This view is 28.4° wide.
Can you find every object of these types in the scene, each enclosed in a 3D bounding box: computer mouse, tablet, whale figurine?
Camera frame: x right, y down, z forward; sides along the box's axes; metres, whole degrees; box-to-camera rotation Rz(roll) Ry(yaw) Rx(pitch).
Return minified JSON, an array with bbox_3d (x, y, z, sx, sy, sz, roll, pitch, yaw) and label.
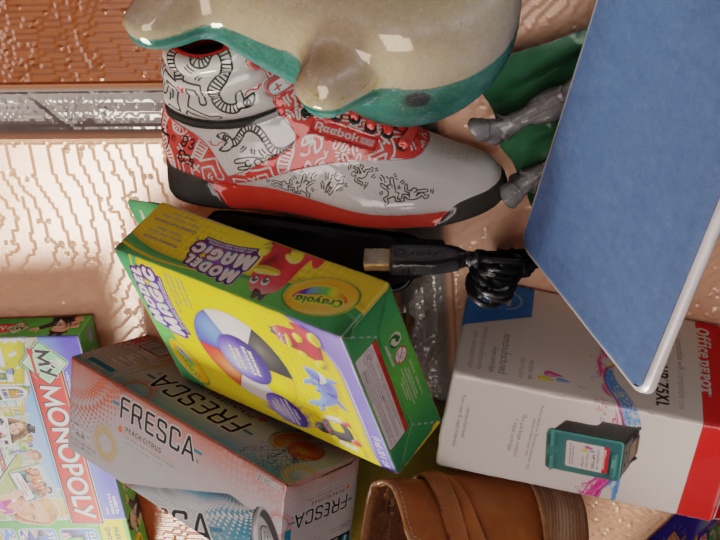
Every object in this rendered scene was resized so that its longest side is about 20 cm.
[{"bbox_3d":[0.000,0.000,0.802,0.200,0.140,0.046,8,95,7],"label":"computer mouse"},{"bbox_3d":[0.134,-0.054,0.678,0.014,0.130,0.200,-7,131,-25],"label":"tablet"},{"bbox_3d":[-0.018,-0.132,0.739,0.200,0.159,0.104,-1,145,-1],"label":"whale figurine"}]

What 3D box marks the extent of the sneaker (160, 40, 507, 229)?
[{"bbox_3d":[-0.017,-0.088,0.801,0.201,0.067,0.108,5,122,11],"label":"sneaker"}]

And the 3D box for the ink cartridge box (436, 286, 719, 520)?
[{"bbox_3d":[0.151,0.076,0.830,0.200,0.116,0.067,11,119,4],"label":"ink cartridge box"}]

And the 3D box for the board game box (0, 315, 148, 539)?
[{"bbox_3d":[-0.230,0.125,0.980,0.134,0.029,0.200,-2,118,13],"label":"board game box"}]

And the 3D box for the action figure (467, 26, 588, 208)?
[{"bbox_3d":[0.154,-0.099,0.743,0.200,0.055,0.118,-28,89,30],"label":"action figure"}]

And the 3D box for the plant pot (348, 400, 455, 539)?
[{"bbox_3d":[0.022,0.202,0.909,0.200,0.142,0.200,4,119,8],"label":"plant pot"}]

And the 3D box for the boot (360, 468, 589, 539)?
[{"bbox_3d":[0.070,0.209,0.799,0.155,0.200,0.074,10,153,-41],"label":"boot"}]

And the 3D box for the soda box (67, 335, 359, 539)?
[{"bbox_3d":[-0.095,0.109,0.866,0.200,0.064,0.069,24,117,38],"label":"soda box"}]

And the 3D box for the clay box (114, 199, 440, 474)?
[{"bbox_3d":[-0.058,0.032,0.805,0.200,0.048,0.115,18,144,36],"label":"clay box"}]

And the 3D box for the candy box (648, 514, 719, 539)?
[{"bbox_3d":[0.214,0.219,0.866,0.077,0.169,0.200,36,119,-8],"label":"candy box"}]

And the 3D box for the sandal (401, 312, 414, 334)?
[{"bbox_3d":[-0.058,0.080,0.897,0.070,0.078,0.212,38,125,-9],"label":"sandal"}]
